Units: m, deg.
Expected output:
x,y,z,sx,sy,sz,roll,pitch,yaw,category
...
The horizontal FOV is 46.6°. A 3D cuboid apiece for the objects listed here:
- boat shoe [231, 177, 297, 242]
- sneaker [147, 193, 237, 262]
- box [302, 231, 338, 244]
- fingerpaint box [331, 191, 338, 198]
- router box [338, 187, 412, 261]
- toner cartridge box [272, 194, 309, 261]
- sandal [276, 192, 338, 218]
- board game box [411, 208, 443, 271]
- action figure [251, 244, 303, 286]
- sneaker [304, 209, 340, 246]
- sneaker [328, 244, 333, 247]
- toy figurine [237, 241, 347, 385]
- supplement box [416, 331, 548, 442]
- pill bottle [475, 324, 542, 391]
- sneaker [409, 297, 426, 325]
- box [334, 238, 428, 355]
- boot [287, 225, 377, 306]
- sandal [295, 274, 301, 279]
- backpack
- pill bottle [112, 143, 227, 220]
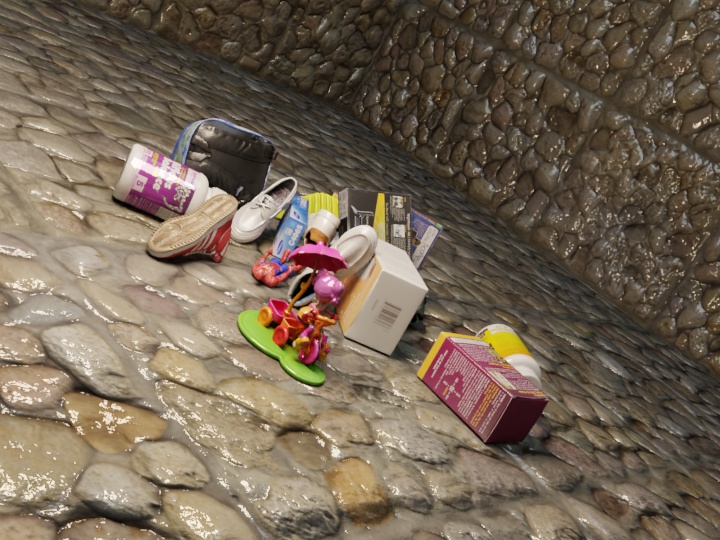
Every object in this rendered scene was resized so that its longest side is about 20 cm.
x,y,z,sx,sy,sz,roll,pitch,yaw,category
-0.200,-0.132,1.759,0.072,0.069,0.200,46,50,8,boat shoe
-0.302,-0.050,1.505,0.071,0.113,0.199,37,47,19,sneaker
-0.036,-0.047,2.006,0.199,0.037,0.144,12,24,-46,box
-0.012,-0.137,2.188,0.165,0.074,0.200,29,5,-3,fingerpaint box
0.032,-0.068,1.793,0.155,0.203,0.052,4,-10,-25,router box
-0.153,-0.098,1.838,0.043,0.096,0.200,25,16,-10,toner cartridge box
-0.117,-0.146,2.017,0.198,0.081,0.087,12,-4,21,sandal
0.084,-0.045,1.903,0.134,0.201,0.034,31,17,3,board game box
-0.164,-0.008,1.636,0.065,0.052,0.200,35,19,6,action figure
-0.096,-0.073,1.782,0.072,0.085,0.200,32,-10,-1,sneaker
0.000,0.000,1.837,0.197,0.076,0.082,18,0,-2,sneaker
-0.083,0.050,1.343,0.149,0.185,0.200,14,22,-43,toy figurine
0.224,0.214,1.539,0.130,0.104,0.200,13,22,-46,supplement box
0.303,0.199,1.717,0.108,0.110,0.200,24,16,-18,pill bottle
0.104,0.084,1.826,0.080,0.075,0.200,62,19,11,sneaker
0.031,0.042,1.633,0.105,0.153,0.200,24,16,-19,box
-0.052,-0.002,1.555,0.074,0.200,0.096,47,20,-2,boot
-0.076,-0.002,1.726,0.077,0.070,0.212,32,16,7,sandal
-0.311,-0.231,1.822,0.198,0.185,0.146,21,-5,-35,backpack
-0.361,-0.152,1.597,0.198,0.113,0.112,23,17,-20,pill bottle
